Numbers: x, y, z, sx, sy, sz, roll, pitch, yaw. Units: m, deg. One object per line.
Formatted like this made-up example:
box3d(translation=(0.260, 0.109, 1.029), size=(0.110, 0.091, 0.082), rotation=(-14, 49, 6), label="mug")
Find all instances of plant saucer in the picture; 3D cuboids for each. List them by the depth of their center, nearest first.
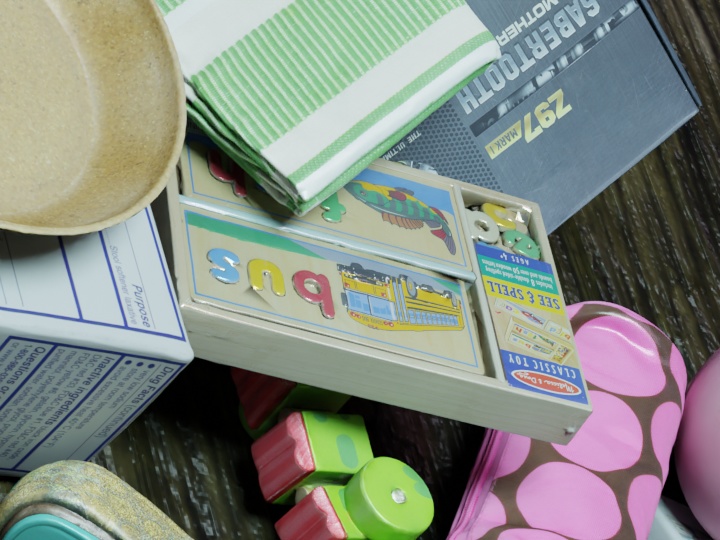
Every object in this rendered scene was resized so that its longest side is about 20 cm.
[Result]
box3d(translation=(-0.158, -0.090, 0.980), size=(0.200, 0.035, 0.201), rotation=(27, 42, -27), label="plant saucer")

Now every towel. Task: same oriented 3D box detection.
box3d(translation=(-0.050, -0.127, 1.136), size=(0.200, 0.023, 0.152), rotation=(42, 56, 14), label="towel")

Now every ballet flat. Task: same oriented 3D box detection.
box3d(translation=(-0.060, 0.145, 1.017), size=(0.200, 0.071, 0.071), rotation=(40, 36, -10), label="ballet flat")

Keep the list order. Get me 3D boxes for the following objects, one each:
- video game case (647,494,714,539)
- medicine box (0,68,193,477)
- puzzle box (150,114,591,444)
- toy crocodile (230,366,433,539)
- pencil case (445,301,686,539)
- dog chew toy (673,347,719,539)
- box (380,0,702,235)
box3d(translation=(0.232, 0.192, 1.236), size=(0.181, 0.024, 0.200), rotation=(26, 17, -27), label="video game case")
box3d(translation=(-0.189, -0.025, 1.011), size=(0.199, 0.103, 0.183), rotation=(11, 48, -40), label="medicine box")
box3d(translation=(0.000, 0.000, 1.118), size=(0.199, 0.025, 0.133), rotation=(14, 41, -24), label="puzzle box")
box3d(translation=(-0.021, 0.077, 1.113), size=(0.062, 0.068, 0.201), rotation=(10, 50, -39), label="toy crocodile")
box3d(translation=(0.089, 0.101, 1.189), size=(0.094, 0.091, 0.200), rotation=(46, 36, -18), label="pencil case")
box3d(translation=(0.224, 0.086, 1.299), size=(0.125, 0.124, 0.200), rotation=(51, 8, 6), label="dog chew toy")
box3d(translation=(0.047, -0.085, 1.221), size=(0.200, 0.051, 0.158), rotation=(-37, 111, -15), label="box")
